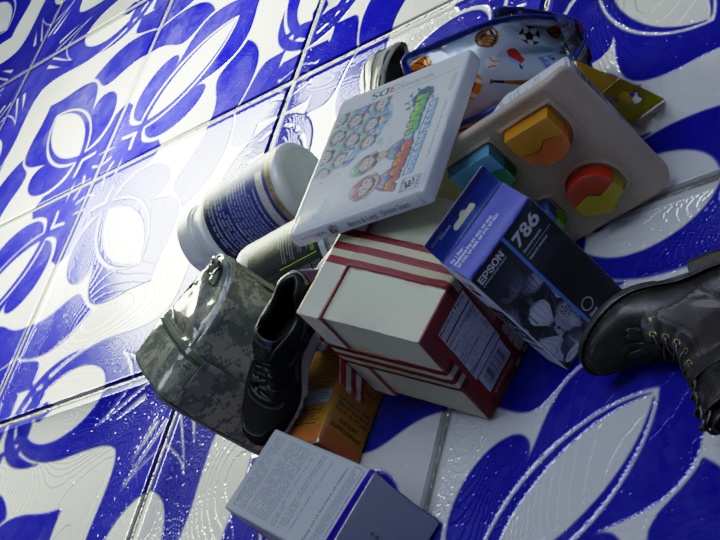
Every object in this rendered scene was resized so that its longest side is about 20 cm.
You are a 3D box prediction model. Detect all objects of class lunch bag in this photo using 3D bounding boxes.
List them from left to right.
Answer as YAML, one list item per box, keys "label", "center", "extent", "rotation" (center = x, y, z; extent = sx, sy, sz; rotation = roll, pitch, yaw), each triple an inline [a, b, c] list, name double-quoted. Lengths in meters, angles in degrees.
- label: "lunch bag"
  center: [-0.126, 0.094, 1.757]
  extent: [0.168, 0.199, 0.139]
  rotation: [-53, 28, 6]
- label: "lunch bag"
  center: [0.158, -0.212, 1.721]
  extent: [0.199, 0.170, 0.125]
  rotation: [-21, 80, 8]

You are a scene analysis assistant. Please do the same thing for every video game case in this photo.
- label: "video game case"
  center: [0.025, -0.124, 1.587]
  extent: [0.181, 0.024, 0.201]
  rotation: [-17, 40, 39]

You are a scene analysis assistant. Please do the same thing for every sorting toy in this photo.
- label: "sorting toy"
  center: [0.180, -0.090, 1.559]
  extent: [0.199, 0.185, 0.037]
  rotation: [-34, 33, 28]

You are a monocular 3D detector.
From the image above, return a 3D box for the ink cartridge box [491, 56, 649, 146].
- label: "ink cartridge box"
  center: [0.180, -0.105, 1.602]
  extent: [0.199, 0.162, 0.057]
  rotation: [-29, 35, 31]

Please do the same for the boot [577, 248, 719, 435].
- label: "boot"
  center: [0.285, 0.077, 1.357]
  extent: [0.199, 0.069, 0.175]
  rotation: [-34, 33, 21]

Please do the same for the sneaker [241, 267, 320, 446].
- label: "sneaker"
  center: [-0.093, 0.088, 1.634]
  extent: [0.075, 0.087, 0.201]
  rotation: [26, 101, 28]

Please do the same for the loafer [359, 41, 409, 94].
- label: "loafer"
  center: [0.040, -0.192, 1.843]
  extent: [0.070, 0.070, 0.201]
  rotation: [-43, 39, 35]

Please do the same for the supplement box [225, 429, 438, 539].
- label: "supplement box"
  center: [-0.032, 0.244, 1.557]
  extent: [0.199, 0.101, 0.104]
  rotation: [11, 65, 56]

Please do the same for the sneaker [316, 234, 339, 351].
- label: "sneaker"
  center: [0.000, 0.000, 1.694]
  extent: [0.080, 0.070, 0.201]
  rotation: [24, 84, 14]

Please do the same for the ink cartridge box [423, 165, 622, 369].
- label: "ink cartridge box"
  center: [0.157, -0.001, 1.481]
  extent: [0.100, 0.200, 0.039]
  rotation: [-54, 30, -6]

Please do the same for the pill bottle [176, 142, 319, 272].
- label: "pill bottle"
  center: [-0.139, -0.075, 2.038]
  extent: [0.199, 0.116, 0.116]
  rotation: [-28, 36, 32]

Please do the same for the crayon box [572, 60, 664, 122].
- label: "crayon box"
  center: [0.209, -0.157, 1.659]
  extent: [0.199, 0.127, 0.051]
  rotation: [-32, 70, 26]

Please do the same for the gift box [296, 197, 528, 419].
- label: "gift box"
  center: [0.062, 0.042, 1.586]
  extent: [0.186, 0.200, 0.185]
  rotation: [14, 62, 40]

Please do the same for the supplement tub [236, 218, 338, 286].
- label: "supplement tub"
  center: [-0.042, -0.011, 1.831]
  extent: [0.199, 0.122, 0.123]
  rotation: [-27, 37, 34]

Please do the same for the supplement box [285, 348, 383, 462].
- label: "supplement box"
  center: [-0.015, 0.119, 1.708]
  extent: [0.069, 0.066, 0.201]
  rotation: [-15, 45, 44]
